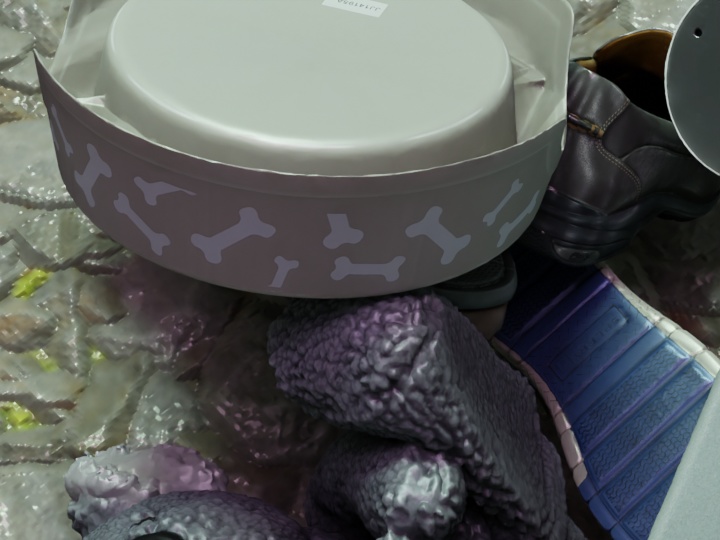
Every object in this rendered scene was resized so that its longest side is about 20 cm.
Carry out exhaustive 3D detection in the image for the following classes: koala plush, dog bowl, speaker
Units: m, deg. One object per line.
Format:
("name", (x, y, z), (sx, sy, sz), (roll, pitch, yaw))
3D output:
("koala plush", (-0.027, 0.124, 0.980), (0.199, 0.184, 0.178), (-14, 64, 22))
("dog bowl", (-0.019, -0.061, 0.953), (0.199, 0.059, 0.200), (5, 33, -3))
("speaker", (0.191, -0.078, 1.053), (0.081, 0.082, 0.200), (29, 19, 23))

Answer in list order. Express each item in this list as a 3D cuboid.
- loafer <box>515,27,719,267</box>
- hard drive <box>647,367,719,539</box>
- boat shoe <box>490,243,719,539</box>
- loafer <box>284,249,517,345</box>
("loafer", (0.114, -0.061, 1.073), (0.073, 0.073, 0.200), (30, 25, 12))
("hard drive", (0.182, 0.044, 0.921), (0.139, 0.033, 0.201), (-9, 42, 42))
("boat shoe", (0.110, 0.053, 1.038), (0.072, 0.072, 0.200), (-38, 55, 7))
("loafer", (0.000, 0.000, 1.059), (0.071, 0.063, 0.200), (-2, 20, -27))
